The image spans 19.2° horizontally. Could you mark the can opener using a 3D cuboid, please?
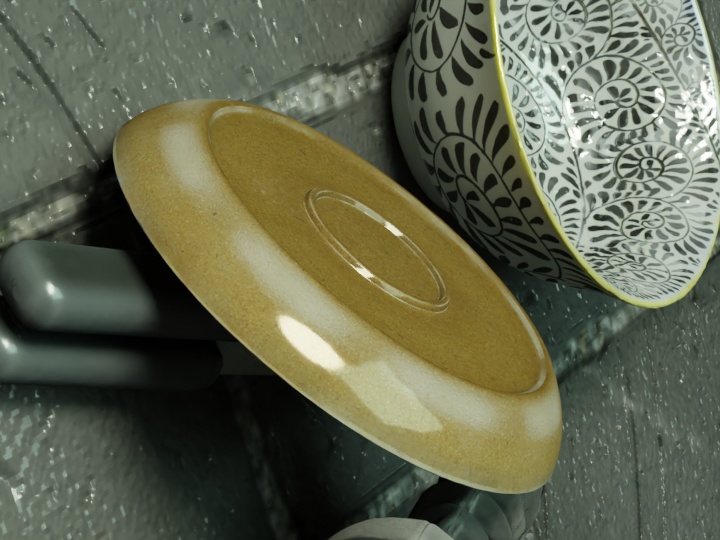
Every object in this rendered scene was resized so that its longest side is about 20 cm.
[{"bbox_3d":[-0.067,0.012,0.765,0.067,0.053,0.199,51,25,23],"label":"can opener"}]

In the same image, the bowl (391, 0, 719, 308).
[{"bbox_3d":[0.076,-0.076,0.942,0.200,0.094,0.203,20,64,-50],"label":"bowl"}]

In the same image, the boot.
[{"bbox_3d":[0.026,0.101,0.763,0.132,0.069,0.200,-57,171,-29],"label":"boot"}]

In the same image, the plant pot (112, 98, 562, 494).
[{"bbox_3d":[0.000,0.000,0.767,0.199,0.028,0.200,34,19,-13],"label":"plant pot"}]
